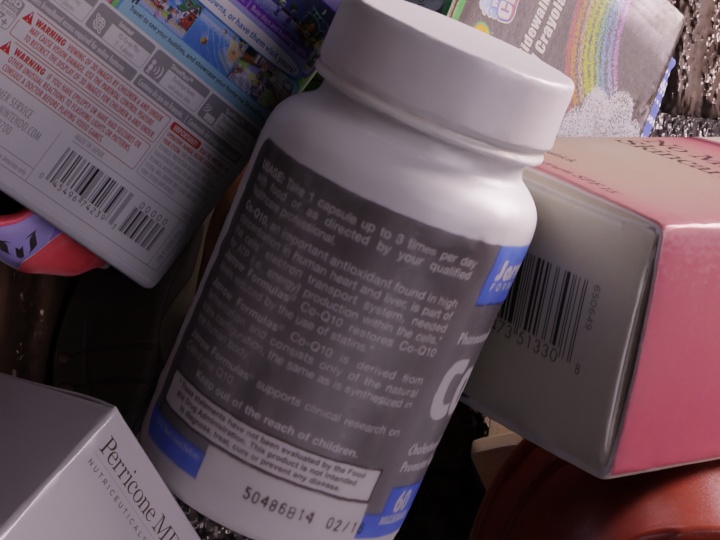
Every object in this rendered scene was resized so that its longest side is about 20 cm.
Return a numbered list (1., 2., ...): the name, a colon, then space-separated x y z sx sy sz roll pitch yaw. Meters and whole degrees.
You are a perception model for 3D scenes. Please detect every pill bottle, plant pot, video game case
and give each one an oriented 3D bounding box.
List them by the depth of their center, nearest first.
1. video game case: -0.090 -0.111 0.678 0.182 0.022 0.200 -53 133 -1
2. pill bottle: 0.000 0.000 0.725 0.114 0.114 0.201 8 111 -47
3. plant pot: 0.142 0.161 0.802 0.195 0.200 0.202 -53 148 -82

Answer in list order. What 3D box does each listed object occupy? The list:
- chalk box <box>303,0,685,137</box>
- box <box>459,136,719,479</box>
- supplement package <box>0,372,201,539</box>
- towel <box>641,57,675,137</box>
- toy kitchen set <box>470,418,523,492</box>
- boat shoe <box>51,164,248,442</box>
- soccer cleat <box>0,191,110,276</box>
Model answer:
1. chalk box: 0.034 -0.116 0.852 0.200 0.124 0.125 34 75 -44
2. box: 0.140 0.008 0.813 0.199 0.128 0.109 -4 111 -41
3. supplement package: -0.163 0.148 0.696 0.200 0.119 0.121 -49 129 -29
4. towel: 0.105 -0.059 1.006 0.145 0.024 0.201 36 70 -50
5. toy kitchen set: 0.166 0.152 0.962 0.163 0.180 0.200 -80 151 -51
6. boat shoe: -0.071 -0.021 0.801 0.072 0.076 0.201 15 96 -51
7. soccer cleat: -0.103 -0.094 0.747 0.076 0.067 0.201 24 85 -58
